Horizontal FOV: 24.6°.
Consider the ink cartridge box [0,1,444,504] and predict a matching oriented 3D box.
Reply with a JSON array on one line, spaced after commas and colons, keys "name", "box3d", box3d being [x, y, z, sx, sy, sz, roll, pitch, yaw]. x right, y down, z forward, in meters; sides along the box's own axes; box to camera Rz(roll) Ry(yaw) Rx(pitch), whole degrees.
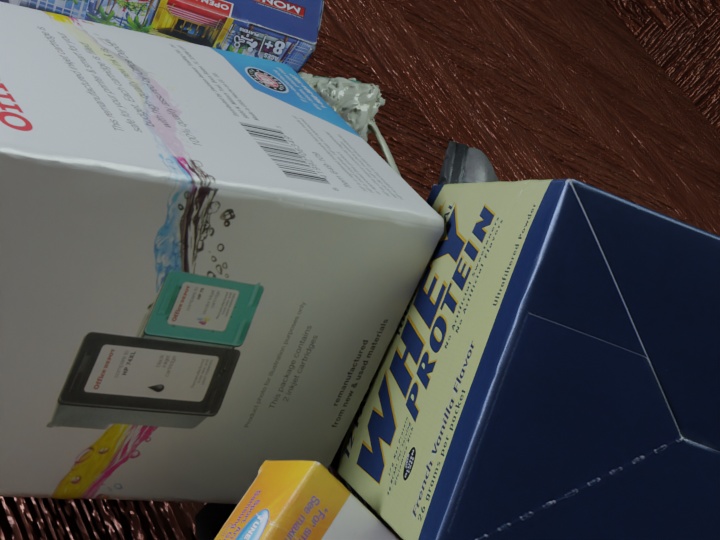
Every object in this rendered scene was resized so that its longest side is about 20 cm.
[{"name": "ink cartridge box", "box3d": [-0.105, -0.008, 0.661, 0.200, 0.146, 0.147, 8, 27, -37]}]

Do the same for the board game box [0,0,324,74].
[{"name": "board game box", "box3d": [-0.143, -0.074, 0.806, 0.200, 0.200, 0.062, 17, 36, -9]}]

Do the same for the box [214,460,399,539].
[{"name": "box", "box3d": [0.009, 0.178, 0.610, 0.200, 0.041, 0.119, 45, 62, -20]}]

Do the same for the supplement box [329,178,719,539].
[{"name": "supplement box", "box3d": [0.115, 0.061, 0.636, 0.200, 0.135, 0.200, 21, -1, -10]}]

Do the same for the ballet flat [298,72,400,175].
[{"name": "ballet flat", "box3d": [0.000, 0.000, 0.812, 0.072, 0.072, 0.200, -48, 130, -71]}]

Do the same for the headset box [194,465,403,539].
[{"name": "headset box", "box3d": [0.017, 0.165, 0.739, 0.200, 0.075, 0.149, 31, 22, -32]}]

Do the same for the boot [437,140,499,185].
[{"name": "boot", "box3d": [0.107, 0.000, 0.827, 0.131, 0.070, 0.200, 10, -17, 15]}]
